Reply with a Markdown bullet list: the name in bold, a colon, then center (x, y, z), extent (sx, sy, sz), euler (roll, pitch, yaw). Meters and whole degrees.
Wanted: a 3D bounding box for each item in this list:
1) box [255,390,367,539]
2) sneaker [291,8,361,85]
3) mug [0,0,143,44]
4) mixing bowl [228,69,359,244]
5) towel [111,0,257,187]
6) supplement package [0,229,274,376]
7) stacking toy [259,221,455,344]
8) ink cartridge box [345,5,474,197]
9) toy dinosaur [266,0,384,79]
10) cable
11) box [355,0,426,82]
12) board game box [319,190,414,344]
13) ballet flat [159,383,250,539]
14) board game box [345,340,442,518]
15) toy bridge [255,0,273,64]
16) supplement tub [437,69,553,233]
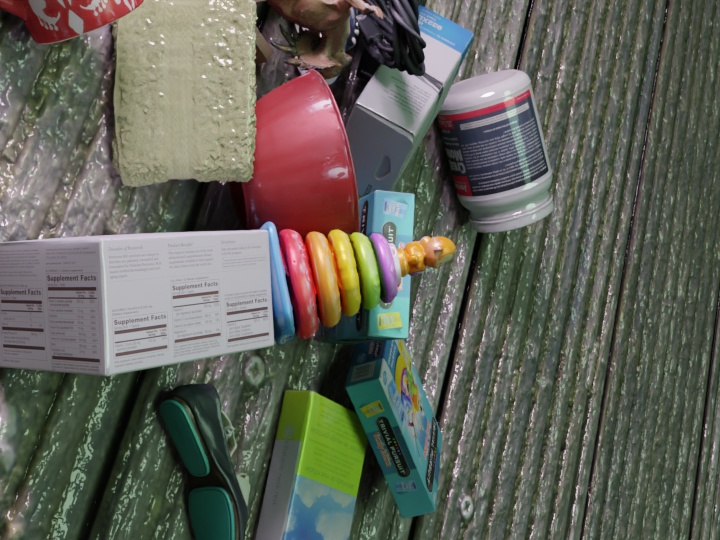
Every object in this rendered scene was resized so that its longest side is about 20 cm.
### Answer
- **box**: center (-0.054, 0.252, 1.215), extent (0.122, 0.047, 0.202), euler (33, 62, -47)
- **sneaker**: center (-0.010, -0.313, 1.284), extent (0.146, 0.080, 0.203), euler (5, 79, -48)
- **mug**: center (-0.293, -0.304, 0.909), extent (0.134, 0.175, 0.202), euler (-101, 172, -62)
- **mixing bowl**: center (-0.082, -0.102, 1.117), extent (0.107, 0.200, 0.203), euler (-14, 101, -15)
- **towel**: center (-0.171, -0.185, 1.034), extent (0.036, 0.146, 0.203), euler (111, -24, -88)
- **supplement package**: center (-0.201, 0.023, 0.950), extent (0.199, 0.154, 0.113), euler (-5, 94, -52)
- **stacking toy**: center (0.000, 0.000, 1.044), extent (0.116, 0.197, 0.111), euler (114, -36, -76)
- **ink cartridge box**: center (0.049, -0.201, 1.296), extent (0.083, 0.146, 0.201), euler (29, 54, 2)
- **toy dinosaur**: center (-0.062, -0.289, 1.125), extent (0.200, 0.135, 0.086), euler (46, 27, -22)
- **cable**: center (0.035, -0.300, 1.147), extent (0.050, 0.201, 0.165), euler (-9, 122, -11)
- **box**: center (0.057, -0.346, 1.307), extent (0.143, 0.036, 0.201), euler (-58, 171, -44)
- **board game box**: center (0.004, 0.003, 1.190), extent (0.046, 0.200, 0.153), euler (5, 83, -16)
- **ballet flat**: center (-0.147, 0.208, 1.084), extent (0.073, 0.072, 0.202), euler (-28, 108, -49)
- **board game box**: center (0.046, 0.177, 1.308), extent (0.151, 0.046, 0.202), euler (-75, 146, -60)
- **toy bridge**: center (-0.125, -0.262, 1.174), extent (0.067, 0.027, 0.201), euler (52, 49, -36)
- **supplement tub**: center (0.192, -0.169, 1.491), extent (0.140, 0.139, 0.202), euler (-36, 115, -47)
